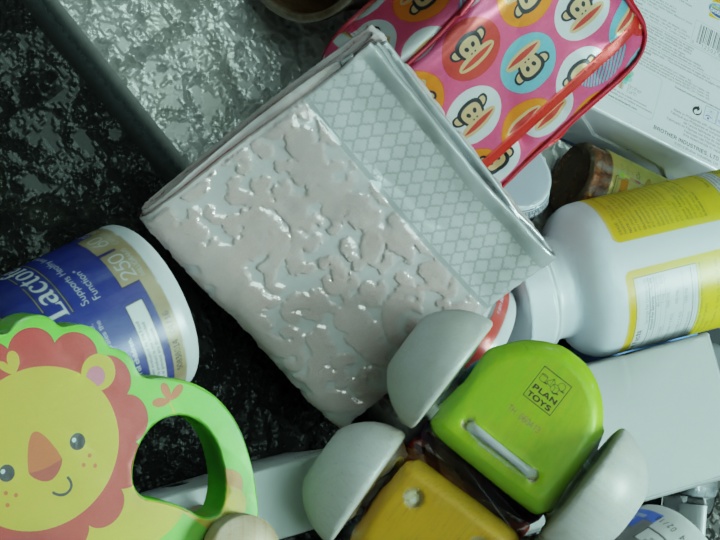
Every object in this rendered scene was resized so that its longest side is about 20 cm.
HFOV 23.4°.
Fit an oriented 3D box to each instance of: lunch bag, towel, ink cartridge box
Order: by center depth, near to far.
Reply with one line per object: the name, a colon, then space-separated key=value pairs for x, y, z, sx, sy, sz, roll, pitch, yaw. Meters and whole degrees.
towel: x=-0.005 y=-0.022 z=1.093 sx=0.191 sy=0.032 sz=0.200 roll=-38 pitch=110 yaw=11
lunch bag: x=0.088 y=-0.135 z=1.152 sx=0.200 sy=0.082 sz=0.176 roll=-42 pitch=135 yaw=1
ink cartridge box: x=0.234 y=-0.182 z=1.355 sx=0.136 sy=0.076 sz=0.201 roll=24 pitch=74 yaw=-19

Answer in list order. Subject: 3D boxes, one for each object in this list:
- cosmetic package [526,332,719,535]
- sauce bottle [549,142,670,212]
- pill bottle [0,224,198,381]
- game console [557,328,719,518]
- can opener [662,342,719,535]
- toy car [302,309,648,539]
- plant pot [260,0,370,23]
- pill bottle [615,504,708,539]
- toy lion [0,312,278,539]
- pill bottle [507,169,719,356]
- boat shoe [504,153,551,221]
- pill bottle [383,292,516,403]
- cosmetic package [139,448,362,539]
cosmetic package: x=0.161 y=0.120 z=1.235 sx=0.199 sy=0.090 sz=0.108 roll=-12 pitch=85 yaw=-11
sauce bottle: x=0.241 y=-0.037 z=1.348 sx=0.199 sy=0.066 sz=0.066 roll=21 pitch=74 yaw=-23
pill bottle: x=-0.208 y=0.062 z=1.059 sx=0.199 sy=0.116 sz=0.116 roll=-29 pitch=97 yaw=-29
game console: x=0.200 y=0.091 z=1.329 sx=0.199 sy=0.031 sz=0.178 roll=13 pitch=76 yaw=-26
can opener: x=0.231 y=0.152 z=1.301 sx=0.066 sy=0.053 sz=0.201 roll=7 pitch=84 yaw=-28
toy car: x=0.075 y=0.130 z=1.102 sx=0.175 sy=0.150 sz=0.200 roll=37 pitch=96 yaw=6
plant pot: x=0.038 y=-0.275 z=1.210 sx=0.197 sy=0.200 sz=0.202 roll=-7 pitch=86 yaw=-37
pill bottle: x=0.144 y=0.247 z=1.154 sx=0.199 sy=0.114 sz=0.114 roll=-25 pitch=95 yaw=-27
toy lion: x=-0.158 y=0.115 z=0.999 sx=0.199 sy=0.069 sz=0.193 roll=-15 pitch=99 yaw=-30
pill bottle: x=0.197 y=-0.002 z=1.248 sx=0.199 sy=0.112 sz=0.113 roll=-13 pitch=89 yaw=-15
boat shoe: x=0.078 y=-0.115 z=1.268 sx=0.070 sy=0.066 sz=0.201 roll=-23 pitch=71 yaw=-18
pill bottle: x=0.000 y=0.000 z=1.182 sx=0.200 sy=0.116 sz=0.116 roll=40 pitch=66 yaw=-18
cosmetic package: x=-0.106 y=0.160 z=1.121 sx=0.199 sy=0.082 sz=0.051 roll=-12 pitch=90 yaw=-30
